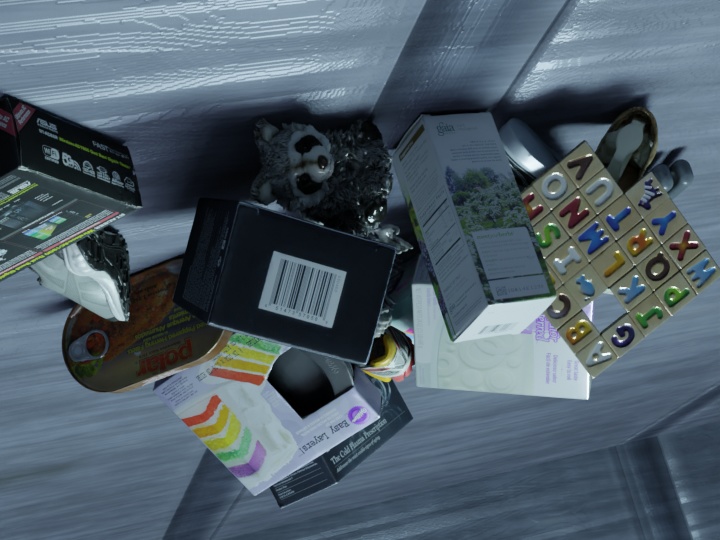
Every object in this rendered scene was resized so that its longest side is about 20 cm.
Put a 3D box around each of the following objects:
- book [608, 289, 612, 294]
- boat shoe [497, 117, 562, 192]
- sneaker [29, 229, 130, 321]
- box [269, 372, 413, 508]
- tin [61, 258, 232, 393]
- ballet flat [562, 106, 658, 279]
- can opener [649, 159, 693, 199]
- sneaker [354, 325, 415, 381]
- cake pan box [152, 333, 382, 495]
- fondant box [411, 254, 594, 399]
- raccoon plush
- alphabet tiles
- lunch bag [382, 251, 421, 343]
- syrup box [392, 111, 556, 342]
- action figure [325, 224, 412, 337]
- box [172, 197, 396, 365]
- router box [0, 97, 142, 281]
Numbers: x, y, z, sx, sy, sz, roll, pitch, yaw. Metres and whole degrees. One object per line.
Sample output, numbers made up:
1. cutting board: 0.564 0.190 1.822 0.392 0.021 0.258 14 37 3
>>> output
1. book: 0.292 0.005 1.647 0.131 0.049 0.200 5 177 7
2. boat shoe: 0.166 -0.099 1.306 0.068 0.074 0.199 -36 166 14
3. sneaker: -0.269 -0.005 1.227 0.078 0.075 0.201 -8 156 6
4. box: -0.057 0.159 1.591 0.103 0.184 0.199 -29 -179 35
5. tin: -0.225 0.062 1.374 0.197 0.114 0.042 -20 162 13
6. ballet flat: 0.245 -0.085 1.287 0.070 0.202 0.066 21 155 12
7. can opener: 0.349 -0.069 1.553 0.052 0.068 0.200 -12 167 -12
8. sneaker: -0.029 0.058 1.472 0.198 0.079 0.082 23 175 20
9. cake pan box: -0.099 0.133 1.427 0.199 0.053 0.185 -32 114 19
10. fondant box: 0.158 0.063 1.420 0.196 0.059 0.146 3 125 10
11. raccoon plush: -0.058 -0.070 1.181 0.132 0.098 0.200 2 156 -24
12. alphabet tiles: 0.236 -0.019 1.251 0.167 0.201 0.008 -39 -163 5
13. lunch bag: 0.082 0.046 1.577 0.169 0.124 0.198 -30 163 38
14. syrup box: 0.103 -0.044 1.204 0.078 0.203 0.082 -6 155 -27
15. action figure: 0.000 0.000 1.360 0.101 0.121 0.200 20 -175 16
16. box: -0.074 0.006 1.162 0.146 0.109 0.200 15 179 -18
17. router box: -0.302 -0.054 1.050 0.198 0.063 0.149 -24 159 22
